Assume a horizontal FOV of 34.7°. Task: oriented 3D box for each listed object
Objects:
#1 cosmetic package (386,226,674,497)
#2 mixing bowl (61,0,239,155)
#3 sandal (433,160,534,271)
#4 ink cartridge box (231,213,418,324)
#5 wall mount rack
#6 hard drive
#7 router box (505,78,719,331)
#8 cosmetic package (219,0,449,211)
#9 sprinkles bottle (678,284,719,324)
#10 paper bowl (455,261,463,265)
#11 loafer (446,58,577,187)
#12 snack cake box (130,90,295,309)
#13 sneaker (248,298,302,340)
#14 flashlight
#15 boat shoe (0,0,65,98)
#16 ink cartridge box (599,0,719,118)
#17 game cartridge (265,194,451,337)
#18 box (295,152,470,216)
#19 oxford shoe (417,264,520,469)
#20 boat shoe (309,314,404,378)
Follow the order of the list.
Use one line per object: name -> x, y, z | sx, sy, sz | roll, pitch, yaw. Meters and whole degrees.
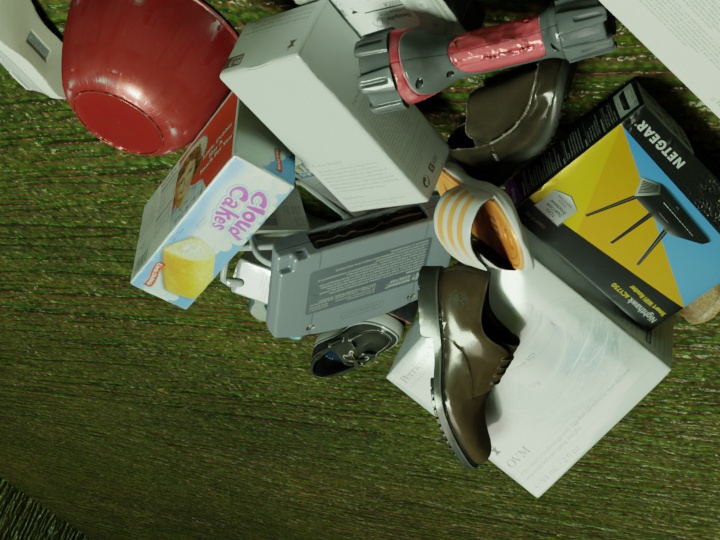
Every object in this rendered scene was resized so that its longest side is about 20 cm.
cosmetic package -> 0.168, 0.077, 1.144 | 0.200, 0.123, 0.200 | 38, 117, -1
mixing bowl -> -0.218, -0.186, 1.138 | 0.199, 0.109, 0.200 | 18, 153, 10
sandal -> 0.093, -0.041, 1.035 | 0.079, 0.059, 0.207 | 67, 172, -23
ink cartridge box -> -0.027, 0.005, 1.296 | 0.199, 0.160, 0.047 | 21, 118, 3
wall mount rack -> -0.070, -0.043, 1.227 | 0.173, 0.200, 0.075 | -1, 130, -15
hard drive -> -0.006, -0.250, 0.938 | 0.139, 0.038, 0.200 | -2, 145, 40
router box -> 0.249, -0.052, 1.021 | 0.200, 0.051, 0.149 | 37, 119, -25
cosmetic package -> -0.019, -0.141, 1.029 | 0.101, 0.074, 0.200 | -5, 141, 40
sprinkles bottle -> 0.267, -0.022, 1.120 | 0.199, 0.069, 0.068 | 30, 152, -17
paper bowl -> 0.169, 0.069, 1.265 | 0.199, 0.104, 0.202 | 6, 115, 13
loafer -> 0.125, -0.132, 1.014 | 0.071, 0.073, 0.200 | 24, 153, -6
snack cake box -> -0.142, -0.071, 1.113 | 0.067, 0.115, 0.200 | 27, 129, -24
sneaker -> -0.093, 0.047, 1.498 | 0.078, 0.087, 0.200 | 37, 150, -26
flashlight -> 0.097, -0.176, 0.906 | 0.199, 0.068, 0.068 | -10, 138, 20
boat shoe -> -0.364, -0.250, 1.182 | 0.068, 0.072, 0.200 | 7, 159, 25
ink cartridge box -> 0.301, -0.179, 0.829 | 0.200, 0.045, 0.176 | 36, 151, -26
game cartridge -> 0.000, 0.000, 1.152 | 0.041, 0.199, 0.134 | 56, 151, 37
box -> -0.002, -0.118, 1.175 | 0.200, 0.041, 0.156 | 34, 150, -21
oxford shoe -> 0.106, 0.092, 1.061 | 0.084, 0.073, 0.201 | -4, 110, 15
boat shoe -> -0.007, 0.107, 1.577 | 0.068, 0.057, 0.200 | 32, 152, -18
